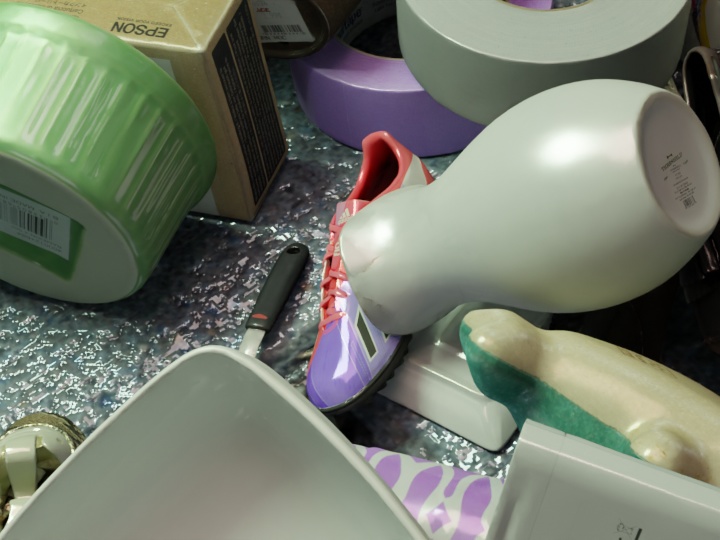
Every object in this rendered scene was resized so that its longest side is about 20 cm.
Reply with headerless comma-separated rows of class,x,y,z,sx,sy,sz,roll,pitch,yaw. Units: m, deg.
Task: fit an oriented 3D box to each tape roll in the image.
tape roll,0.044,-0.177,1.018,0.199,0.066,0.201,-4,49,5
tape roll,0.123,-0.186,0.926,0.199,0.066,0.201,-2,51,2

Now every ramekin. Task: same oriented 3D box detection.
ramekin,-0.201,-0.066,0.878,0.199,0.200,0.098,11,58,18

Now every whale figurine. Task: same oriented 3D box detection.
whale figurine,0.130,0.095,0.704,0.199,0.159,0.104,29,97,-4

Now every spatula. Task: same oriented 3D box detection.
spatula,-0.069,0.053,0.863,0.056,0.021,0.201,7,50,18

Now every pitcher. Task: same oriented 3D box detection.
pitcher,0.110,-0.041,0.785,0.199,0.122,0.171,-19,12,44

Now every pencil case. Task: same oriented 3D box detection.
pencil case,0.008,0.133,0.744,0.199,0.084,0.085,15,28,20

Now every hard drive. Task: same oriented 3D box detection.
hard drive,0.152,0.160,0.634,0.199,0.133,0.027,19,28,9

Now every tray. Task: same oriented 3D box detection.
tray,0.094,0.016,0.868,0.107,0.022,0.200,24,57,28

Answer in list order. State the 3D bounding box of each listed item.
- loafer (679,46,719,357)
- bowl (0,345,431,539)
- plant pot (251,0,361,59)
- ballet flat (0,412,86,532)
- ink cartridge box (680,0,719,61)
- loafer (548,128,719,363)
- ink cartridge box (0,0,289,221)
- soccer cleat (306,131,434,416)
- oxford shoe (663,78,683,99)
loafer,0.204,-0.043,0.783,0.063,0.072,0.201,24,56,-18
bowl,-0.063,0.160,0.675,0.200,0.075,0.200,-44,79,7
plant pot,-0.042,-0.256,0.959,0.186,0.187,0.201,6,65,15
ballet flat,-0.181,0.142,0.767,0.067,0.076,0.201,-14,48,-2
ink cartridge box,0.296,-0.213,0.951,0.144,0.148,0.200,-23,49,-11
loafer,0.182,-0.016,0.849,0.071,0.073,0.201,33,71,-12
ink cartridge box,-0.164,-0.126,0.940,0.199,0.165,0.075,10,53,18
soccer cleat,0.000,0.000,0.852,0.068,0.073,0.201,-12,40,35
oxford shoe,0.190,-0.118,0.946,0.075,0.058,0.201,-9,50,-4
